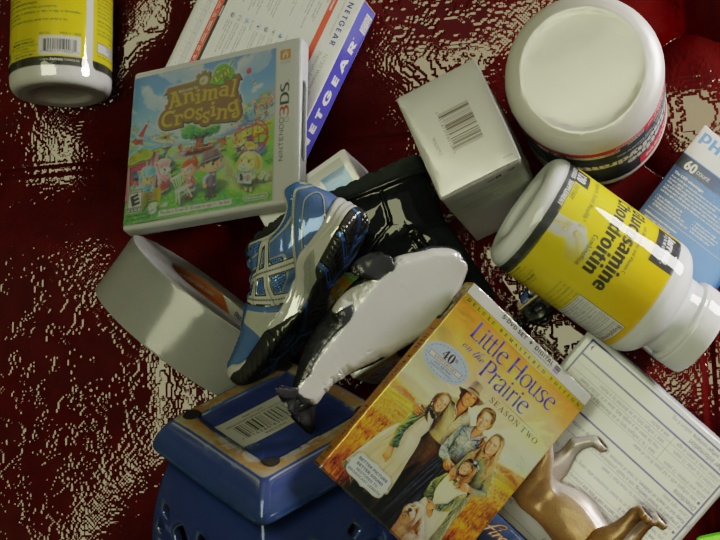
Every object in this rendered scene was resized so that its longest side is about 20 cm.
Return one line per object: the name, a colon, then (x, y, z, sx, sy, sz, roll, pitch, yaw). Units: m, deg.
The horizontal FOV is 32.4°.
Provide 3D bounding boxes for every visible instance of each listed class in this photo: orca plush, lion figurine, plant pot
orca plush: (0.007, 0.054, 1.069, 0.105, 0.071, 0.201, 37, 81, -13)
lion figurine: (0.182, 0.215, 1.080, 0.122, 0.072, 0.201, -42, 60, 14)
plant pot: (-0.069, 0.206, 1.123, 0.199, 0.199, 0.182, 24, 128, 44)

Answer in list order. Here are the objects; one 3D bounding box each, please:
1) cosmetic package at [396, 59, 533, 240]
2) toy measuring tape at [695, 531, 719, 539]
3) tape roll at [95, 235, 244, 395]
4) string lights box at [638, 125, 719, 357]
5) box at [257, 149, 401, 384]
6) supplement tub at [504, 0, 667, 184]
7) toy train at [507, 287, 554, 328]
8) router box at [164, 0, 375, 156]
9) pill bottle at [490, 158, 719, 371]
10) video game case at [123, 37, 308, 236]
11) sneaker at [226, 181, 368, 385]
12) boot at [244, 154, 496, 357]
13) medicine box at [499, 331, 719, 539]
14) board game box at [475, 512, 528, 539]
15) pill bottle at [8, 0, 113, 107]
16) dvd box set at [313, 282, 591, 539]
cosmetic package: (0.110, -0.108, 1.172, 0.084, 0.200, 0.109, -26, 74, 8)
toy measuring tape: (0.389, 0.259, 1.116, 0.197, 0.074, 0.075, -15, 79, 13)
tape roll: (-0.163, 0.050, 1.226, 0.200, 0.200, 0.066, 39, 93, 16)
string lights box: (0.307, -0.024, 1.181, 0.102, 0.059, 0.201, 39, 94, 16)
box: (0.000, 0.000, 1.239, 0.112, 0.101, 0.201, -34, 75, 8)
supplement tub: (0.214, -0.159, 1.151, 0.138, 0.200, 0.143, -2, 82, 15)
toy train: (0.133, 0.062, 1.232, 0.199, 0.034, 0.046, -38, 63, 8)
router box: (-0.107, -0.225, 1.326, 0.178, 0.049, 0.202, 27, 90, 17)
pill bottle: (0.222, 0.000, 1.098, 0.199, 0.112, 0.113, 34, 92, -4)
video game case: (-0.147, -0.135, 1.258, 0.197, 0.022, 0.185, -8, 67, 20)
sneaker: (-0.068, 0.013, 1.104, 0.077, 0.076, 0.201, 36, 106, 17)
boot: (0.008, 0.008, 1.142, 0.198, 0.076, 0.170, -25, 73, 3)
medicine box: (0.222, 0.192, 1.152, 0.182, 0.103, 0.201, 42, 95, 16)
board game box: (0.102, 0.257, 1.119, 0.034, 0.137, 0.200, -26, 35, -20)
pill bottle: (-0.328, -0.290, 1.362, 0.111, 0.112, 0.203, -3, 81, 15)
dvd box set: (0.079, 0.133, 1.034, 0.146, 0.029, 0.200, 43, 83, -9)
